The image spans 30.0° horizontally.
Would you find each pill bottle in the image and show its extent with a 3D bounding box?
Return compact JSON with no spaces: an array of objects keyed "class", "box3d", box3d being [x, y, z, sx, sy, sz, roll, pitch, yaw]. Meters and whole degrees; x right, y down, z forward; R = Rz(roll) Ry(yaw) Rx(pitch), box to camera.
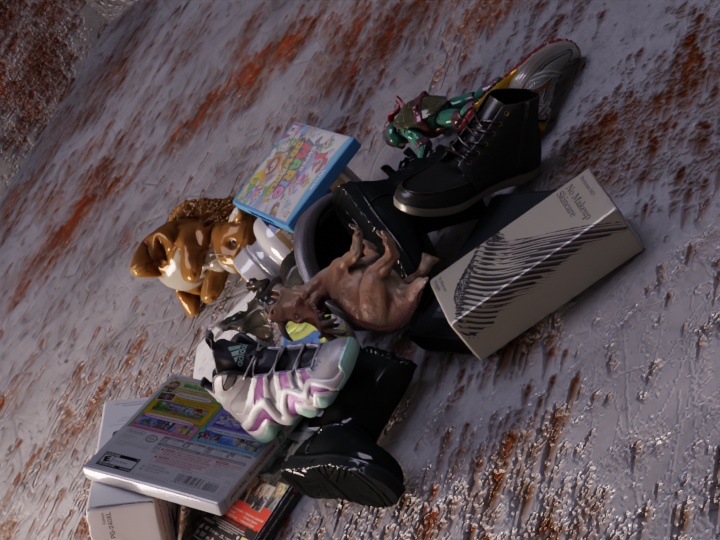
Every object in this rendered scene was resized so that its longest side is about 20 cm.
[{"class":"pill bottle","box3d":[-0.074,-0.055,1.814,0.200,0.120,0.120,-48,24,4]}]

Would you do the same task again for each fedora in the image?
[{"class":"fedora","box3d":[0.000,0.000,1.606,0.091,0.175,0.202,111,152,-52]}]

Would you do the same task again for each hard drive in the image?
[{"class":"hard drive","box3d":[0.146,0.000,1.467,0.201,0.033,0.139,-58,25,-17]}]

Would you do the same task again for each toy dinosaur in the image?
[{"class":"toy dinosaur","box3d":[0.005,0.030,1.426,0.199,0.086,0.137,14,81,43]},{"class":"toy dinosaur","box3d":[-0.089,0.019,1.675,0.200,0.077,0.102,-42,25,4]}]

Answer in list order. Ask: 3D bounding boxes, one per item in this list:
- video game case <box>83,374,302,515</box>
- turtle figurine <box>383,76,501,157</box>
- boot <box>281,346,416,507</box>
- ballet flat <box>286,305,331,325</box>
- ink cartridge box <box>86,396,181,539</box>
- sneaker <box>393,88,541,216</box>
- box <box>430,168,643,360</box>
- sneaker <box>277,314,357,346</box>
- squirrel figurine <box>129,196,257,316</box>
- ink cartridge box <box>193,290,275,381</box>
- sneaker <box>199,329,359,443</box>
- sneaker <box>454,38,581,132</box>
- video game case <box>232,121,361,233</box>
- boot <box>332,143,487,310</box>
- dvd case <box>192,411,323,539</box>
[{"class":"video game case","box3d":[-0.190,0.196,1.554,0.198,0.022,0.182,8,37,30]},{"class":"turtle figurine","box3d":[0.099,-0.183,1.745,0.199,0.101,0.151,-21,36,37]},{"class":"boot","box3d":[0.009,0.160,1.411,0.198,0.073,0.163,-10,42,57]},{"class":"ballet flat","box3d":[-0.021,0.021,1.706,0.200,0.067,0.046,-45,65,3]},{"class":"ink cartridge box","box3d":[-0.268,0.272,1.623,0.082,0.147,0.201,-6,32,0]},{"class":"sneaker","box3d":[0.119,-0.137,1.514,0.199,0.107,0.075,-23,38,-28]},{"class":"box","box3d":[0.173,-0.005,1.339,0.199,0.068,0.082,-37,38,9]},{"class":"sneaker","box3d":[-0.079,0.107,1.587,0.105,0.076,0.200,-41,2,-24]},{"class":"squirrel figurine","box3d":[-0.222,-0.052,2.049,0.185,0.142,0.201,-23,37,33]},{"class":"ink cartridge box","box3d":[-0.163,0.135,1.740,0.162,0.057,0.201,-43,24,32]},{"class":"sneaker","box3d":[-0.102,0.100,1.428,0.200,0.140,0.078,-39,20,38]},{"class":"sneaker","box3d":[0.203,-0.207,1.638,0.200,0.082,0.078,-43,-1,-22]},{"class":"video game case","box3d":[-0.088,-0.127,1.774,0.144,0.018,0.200,-52,28,-7]},{"class":"boot","box3d":[0.076,-0.055,1.563,0.161,0.074,0.199,-19,56,-24]},{"class":"dvd case","box3d":[-0.106,0.241,1.556,0.201,0.022,0.146,-57,25,-15]}]
